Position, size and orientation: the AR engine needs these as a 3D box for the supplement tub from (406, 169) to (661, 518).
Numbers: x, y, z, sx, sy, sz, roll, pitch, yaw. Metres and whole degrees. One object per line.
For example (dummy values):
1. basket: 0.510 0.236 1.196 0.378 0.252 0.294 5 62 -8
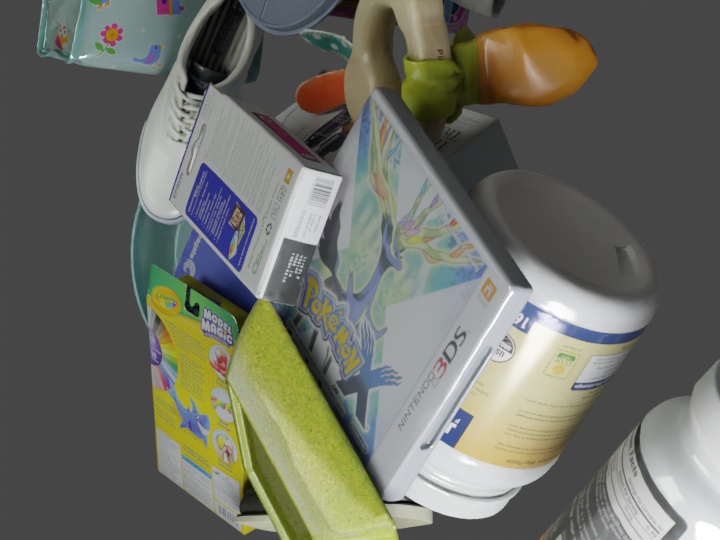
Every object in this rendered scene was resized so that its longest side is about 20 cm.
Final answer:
1. supplement tub: 0.092 0.051 1.499 0.201 0.144 0.145 -60 44 30

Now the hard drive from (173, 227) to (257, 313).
1. hard drive: -0.054 0.004 1.751 0.200 0.025 0.133 35 110 34

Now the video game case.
1. video game case: 0.017 0.014 1.465 0.183 0.022 0.200 -60 43 30

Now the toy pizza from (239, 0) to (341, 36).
1. toy pizza: -0.036 -0.272 1.689 0.200 0.032 0.202 -15 72 53

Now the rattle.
1. rattle: 0.051 -0.148 1.606 0.131 0.142 0.200 65 160 0

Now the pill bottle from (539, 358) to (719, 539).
1. pill bottle: 0.195 0.150 1.375 0.200 0.116 0.117 -54 47 34

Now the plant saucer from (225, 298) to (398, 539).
1. plant saucer: -0.036 0.148 1.545 0.201 0.048 0.200 60 167 29

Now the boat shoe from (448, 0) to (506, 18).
1. boat shoe: 0.115 -0.271 1.583 0.067 0.073 0.201 32 113 19

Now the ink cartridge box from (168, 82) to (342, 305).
1. ink cartridge box: -0.076 -0.056 1.572 0.200 0.037 0.095 42 115 58

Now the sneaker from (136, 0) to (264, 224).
1. sneaker: -0.130 -0.133 1.781 0.071 0.073 0.201 -6 -66 -83

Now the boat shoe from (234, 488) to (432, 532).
1. boat shoe: -0.020 0.164 1.698 0.201 0.073 0.064 -15 69 48

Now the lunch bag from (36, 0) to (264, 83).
1. lunch bag: -0.162 -0.260 1.847 0.122 0.169 0.201 -159 77 -65

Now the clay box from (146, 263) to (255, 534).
1. clay box: -0.113 0.093 1.776 0.115 0.047 0.201 31 132 39

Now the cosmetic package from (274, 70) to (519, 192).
1. cosmetic package: -0.006 -0.069 1.642 0.200 0.151 0.052 21 145 51

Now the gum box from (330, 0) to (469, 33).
1. gum box: 0.005 -0.247 1.712 0.200 0.066 0.114 17 98 53

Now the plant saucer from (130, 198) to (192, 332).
1. plant saucer: -0.105 -0.016 1.837 0.199 0.036 0.201 -2 86 40
